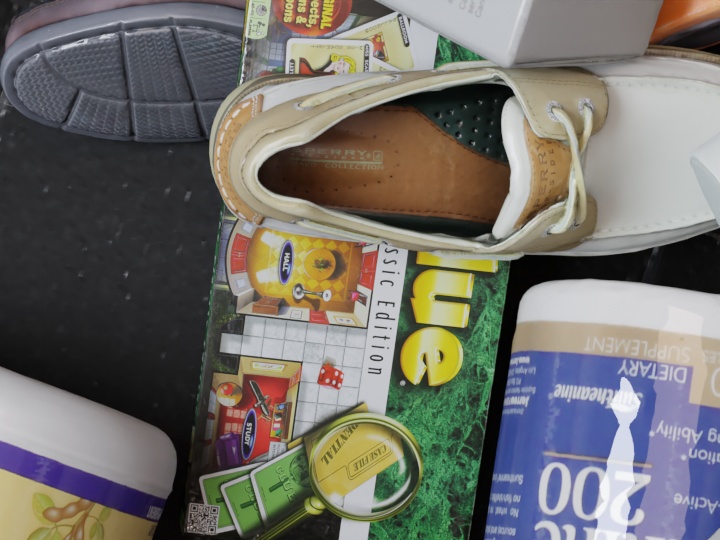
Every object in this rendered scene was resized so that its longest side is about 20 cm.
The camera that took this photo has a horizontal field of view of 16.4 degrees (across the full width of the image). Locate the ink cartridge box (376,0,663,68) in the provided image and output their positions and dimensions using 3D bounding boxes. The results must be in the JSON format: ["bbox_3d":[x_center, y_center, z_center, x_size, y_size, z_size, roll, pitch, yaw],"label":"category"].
[{"bbox_3d":[0.020,-0.171,0.825,0.200,0.085,0.148,33,116,34],"label":"ink cartridge box"}]

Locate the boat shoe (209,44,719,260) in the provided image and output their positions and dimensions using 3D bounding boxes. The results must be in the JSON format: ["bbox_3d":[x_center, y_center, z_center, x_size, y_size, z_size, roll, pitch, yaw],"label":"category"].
[{"bbox_3d":[0.052,-0.034,0.827,0.199,0.068,0.075,-5,102,-6],"label":"boat shoe"}]

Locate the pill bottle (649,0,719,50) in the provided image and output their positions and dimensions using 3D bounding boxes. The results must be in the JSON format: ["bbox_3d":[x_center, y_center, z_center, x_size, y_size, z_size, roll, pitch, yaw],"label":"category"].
[{"bbox_3d":[0.097,-0.178,0.885,0.106,0.106,0.201,-18,84,0],"label":"pill bottle"}]

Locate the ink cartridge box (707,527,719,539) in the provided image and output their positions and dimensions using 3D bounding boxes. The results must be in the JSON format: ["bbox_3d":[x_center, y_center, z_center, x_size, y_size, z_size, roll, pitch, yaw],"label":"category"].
[{"bbox_3d":[0.115,0.159,0.745,0.200,0.067,0.116,-43,109,-10],"label":"ink cartridge box"}]

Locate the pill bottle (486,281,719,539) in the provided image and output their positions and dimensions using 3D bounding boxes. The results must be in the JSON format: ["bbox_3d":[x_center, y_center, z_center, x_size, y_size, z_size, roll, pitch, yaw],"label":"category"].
[{"bbox_3d":[0.095,0.110,0.841,0.111,0.111,0.201,8,84,3],"label":"pill bottle"}]

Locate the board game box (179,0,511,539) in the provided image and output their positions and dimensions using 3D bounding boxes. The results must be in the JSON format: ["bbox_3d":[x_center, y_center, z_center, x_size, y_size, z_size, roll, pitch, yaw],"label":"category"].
[{"bbox_3d":[0.000,0.000,0.874,0.104,0.023,0.201,6,101,-9],"label":"board game box"}]

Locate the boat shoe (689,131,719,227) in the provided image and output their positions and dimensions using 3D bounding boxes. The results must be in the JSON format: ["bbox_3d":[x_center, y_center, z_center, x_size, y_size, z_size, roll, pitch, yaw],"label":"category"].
[{"bbox_3d":[0.180,0.026,0.761,0.064,0.071,0.200,-40,95,1],"label":"boat shoe"}]

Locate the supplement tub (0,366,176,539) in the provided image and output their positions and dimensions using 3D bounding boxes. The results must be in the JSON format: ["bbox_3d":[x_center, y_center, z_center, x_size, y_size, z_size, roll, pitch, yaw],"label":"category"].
[{"bbox_3d":[-0.160,0.125,0.839,0.145,0.145,0.201,20,85,4],"label":"supplement tub"}]

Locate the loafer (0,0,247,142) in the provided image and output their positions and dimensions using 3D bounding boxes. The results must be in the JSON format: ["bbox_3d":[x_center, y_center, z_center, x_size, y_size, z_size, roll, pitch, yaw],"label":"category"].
[{"bbox_3d":[-0.031,-0.093,0.907,0.199,0.072,0.063,-6,54,-2],"label":"loafer"}]
